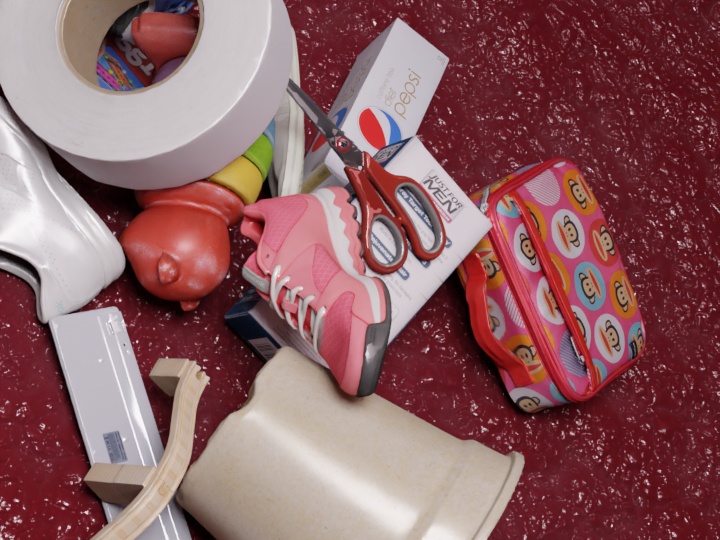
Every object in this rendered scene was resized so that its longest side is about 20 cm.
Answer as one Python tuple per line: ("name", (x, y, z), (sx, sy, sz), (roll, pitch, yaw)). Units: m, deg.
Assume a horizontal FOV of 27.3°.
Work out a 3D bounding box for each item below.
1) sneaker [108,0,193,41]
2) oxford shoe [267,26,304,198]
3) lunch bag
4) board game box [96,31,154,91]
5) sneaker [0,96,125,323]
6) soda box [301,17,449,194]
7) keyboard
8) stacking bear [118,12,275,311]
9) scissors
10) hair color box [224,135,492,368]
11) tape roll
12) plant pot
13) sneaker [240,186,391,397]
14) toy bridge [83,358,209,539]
("sneaker", (-0.159, -0.241, 1.203), (0.077, 0.076, 0.200), (37, 32, -22))
("oxford shoe", (-0.077, -0.124, 1.209), (0.058, 0.075, 0.200), (0, 53, -13))
("lunch bag", (0.151, 0.015, 1.267), (0.176, 0.082, 0.200), (-29, 97, -46))
("board game box", (-0.170, -0.130, 1.187), (0.200, 0.019, 0.103), (50, 46, 0))
("sneaker", (-0.260, -0.052, 1.046), (0.200, 0.075, 0.088), (49, 59, -3))
("soda box", (0.008, -0.124, 1.276), (0.064, 0.068, 0.200), (36, 49, -15))
("keyboard", (-0.165, 0.122, 1.035), (0.056, 0.011, 0.200), (-12, 77, -34))
("stacking bear", (-0.125, -0.073, 1.101), (0.114, 0.121, 0.200), (6, 69, 7))
("scissors", (-0.002, -0.089, 1.120), (0.073, 0.014, 0.200), (-31, 97, -22))
("hair color box", (0.000, 0.000, 1.151), (0.100, 0.061, 0.200), (48, 68, -14))
("tape roll", (-0.151, -0.161, 1.039), (0.202, 0.071, 0.203), (-3, 76, 10))
("plant pot", (-0.019, 0.157, 1.026), (0.183, 0.200, 0.200), (35, 48, 2))
("sneaker", (-0.037, 0.017, 1.022), (0.087, 0.074, 0.200), (-1, 38, -16))
("toy bridge", (-0.153, 0.142, 0.984), (0.027, 0.067, 0.200), (55, 50, -33))
